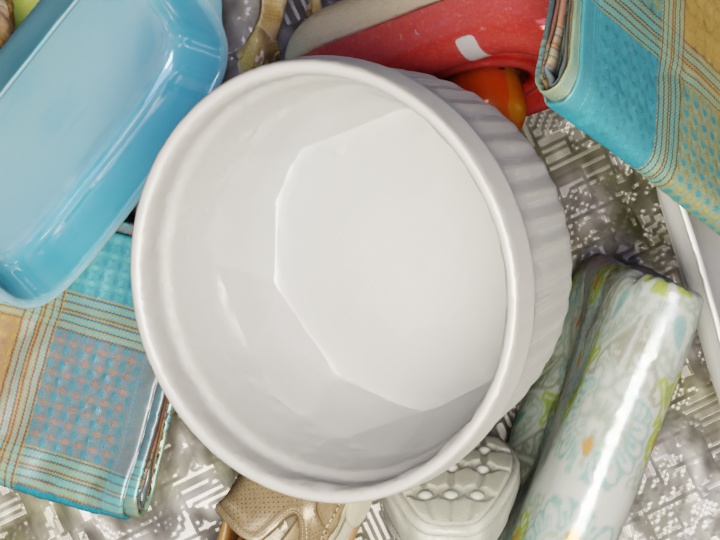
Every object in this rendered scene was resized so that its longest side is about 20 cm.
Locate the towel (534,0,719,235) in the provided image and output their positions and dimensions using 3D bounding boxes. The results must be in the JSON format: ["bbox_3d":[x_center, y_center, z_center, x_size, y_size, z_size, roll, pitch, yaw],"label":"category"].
[{"bbox_3d":[0.148,-0.101,1.038,0.022,0.200,0.148,-10,61,37],"label":"towel"}]

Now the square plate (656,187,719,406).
[{"bbox_3d":[0.210,-0.007,1.128,0.028,0.200,0.199,-14,93,37],"label":"square plate"}]

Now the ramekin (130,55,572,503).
[{"bbox_3d":[0.003,-0.001,1.027,0.199,0.105,0.202,5,100,28],"label":"ramekin"}]

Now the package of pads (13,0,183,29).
[{"bbox_3d":[-0.162,-0.214,1.157,0.153,0.068,0.201,-10,92,0],"label":"package of pads"}]

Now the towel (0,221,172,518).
[{"bbox_3d":[-0.186,0.035,1.149,0.199,0.022,0.148,14,90,15],"label":"towel"}]

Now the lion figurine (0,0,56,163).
[{"bbox_3d":[-0.230,-0.063,1.086,0.072,0.123,0.200,32,81,38],"label":"lion figurine"}]

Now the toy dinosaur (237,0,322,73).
[{"bbox_3d":[-0.050,-0.193,1.136,0.058,0.101,0.201,-9,99,32],"label":"toy dinosaur"}]

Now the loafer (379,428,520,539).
[{"bbox_3d":[0.043,0.111,1.102,0.069,0.200,0.070,3,104,2],"label":"loafer"}]

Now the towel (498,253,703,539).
[{"bbox_3d":[0.109,0.078,1.097,0.048,0.200,0.172,18,94,-3],"label":"towel"}]

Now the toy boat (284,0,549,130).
[{"bbox_3d":[0.063,-0.078,1.100,0.199,0.130,0.132,-17,73,31],"label":"toy boat"}]

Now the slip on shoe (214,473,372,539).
[{"bbox_3d":[-0.042,0.123,1.141,0.060,0.076,0.201,3,114,-31],"label":"slip on shoe"}]

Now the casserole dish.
[{"bbox_3d":[-0.144,-0.074,1.086,0.039,0.121,0.200,27,75,36],"label":"casserole dish"}]
